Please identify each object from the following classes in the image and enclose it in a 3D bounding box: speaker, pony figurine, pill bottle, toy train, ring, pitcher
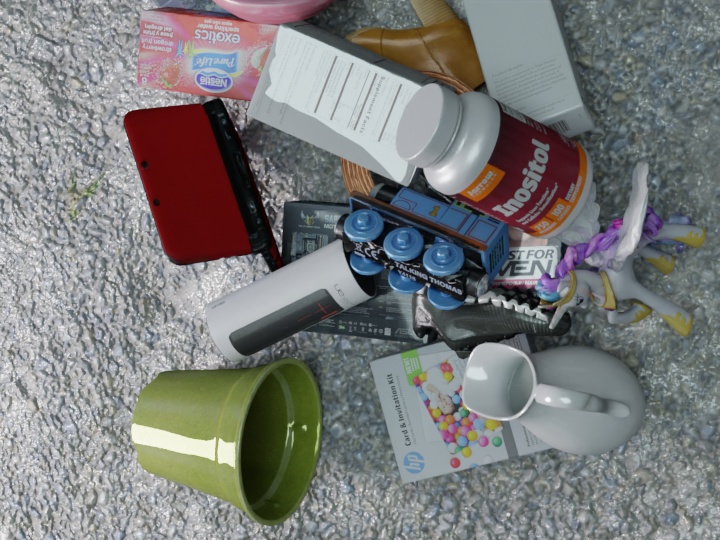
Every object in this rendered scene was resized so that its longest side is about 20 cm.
[{"bbox_3d":[-0.082,0.034,1.659,0.198,0.081,0.082,-25,87,18],"label":"speaker"},{"bbox_3d":[0.286,-0.024,1.536,0.166,0.198,0.196,12,94,60],"label":"pony figurine"},{"bbox_3d":[0.140,-0.118,1.473,0.198,0.113,0.114,22,104,-27],"label":"pill bottle"},{"bbox_3d":[0.069,-0.035,1.570,0.199,0.087,0.114,23,57,26],"label":"toy train"},{"bbox_3d":[0.071,-0.133,1.624,0.198,0.019,0.203,3,98,19],"label":"ring"},{"bbox_3d":[0.238,0.144,1.541,0.171,0.198,0.123,14,89,55],"label":"pitcher"}]

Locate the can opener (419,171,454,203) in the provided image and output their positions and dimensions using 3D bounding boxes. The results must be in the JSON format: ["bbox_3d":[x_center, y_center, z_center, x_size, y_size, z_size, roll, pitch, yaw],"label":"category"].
[{"bbox_3d":[0.057,-0.149,1.665,0.200,0.053,0.067,41,108,11],"label":"can opener"}]

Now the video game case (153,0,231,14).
[{"bbox_3d":[-0.202,-0.375,1.744,0.142,0.019,0.201,-38,85,17],"label":"video game case"}]

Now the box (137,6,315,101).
[{"bbox_3d":[-0.162,-0.261,1.685,0.197,0.100,0.097,8,103,9],"label":"box"}]

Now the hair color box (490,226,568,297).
[{"bbox_3d":[0.192,-0.056,1.629,0.099,0.060,0.203,-2,94,17],"label":"hair color box"}]

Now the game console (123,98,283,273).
[{"bbox_3d":[-0.183,-0.089,1.651,0.117,0.173,0.202,-20,72,-1],"label":"game console"}]

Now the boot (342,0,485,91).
[{"bbox_3d":[0.048,-0.228,1.653,0.200,0.071,0.145,-32,85,13],"label":"boot"}]

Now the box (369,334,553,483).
[{"bbox_3d":[0.126,0.157,1.679,0.198,0.041,0.158,-15,90,19],"label":"box"}]

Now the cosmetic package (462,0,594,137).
[{"bbox_3d":[0.187,-0.244,1.578,0.101,0.074,0.202,-18,69,16],"label":"cosmetic package"}]

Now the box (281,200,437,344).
[{"bbox_3d":[0.000,0.000,1.698,0.198,0.051,0.160,4,96,17],"label":"box"}]

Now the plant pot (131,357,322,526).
[{"bbox_3d":[-0.172,0.198,1.710,0.182,0.200,0.203,5,96,28],"label":"plant pot"}]

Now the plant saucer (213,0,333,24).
[{"bbox_3d":[-0.097,-0.357,1.647,0.198,0.202,0.051,12,140,15],"label":"plant saucer"}]

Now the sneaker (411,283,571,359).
[{"bbox_3d":[0.144,0.061,1.593,0.198,0.066,0.092,12,103,22],"label":"sneaker"}]

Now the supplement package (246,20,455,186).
[{"bbox_3d":[-0.008,-0.189,1.560,0.198,0.114,0.111,24,105,6],"label":"supplement package"}]
